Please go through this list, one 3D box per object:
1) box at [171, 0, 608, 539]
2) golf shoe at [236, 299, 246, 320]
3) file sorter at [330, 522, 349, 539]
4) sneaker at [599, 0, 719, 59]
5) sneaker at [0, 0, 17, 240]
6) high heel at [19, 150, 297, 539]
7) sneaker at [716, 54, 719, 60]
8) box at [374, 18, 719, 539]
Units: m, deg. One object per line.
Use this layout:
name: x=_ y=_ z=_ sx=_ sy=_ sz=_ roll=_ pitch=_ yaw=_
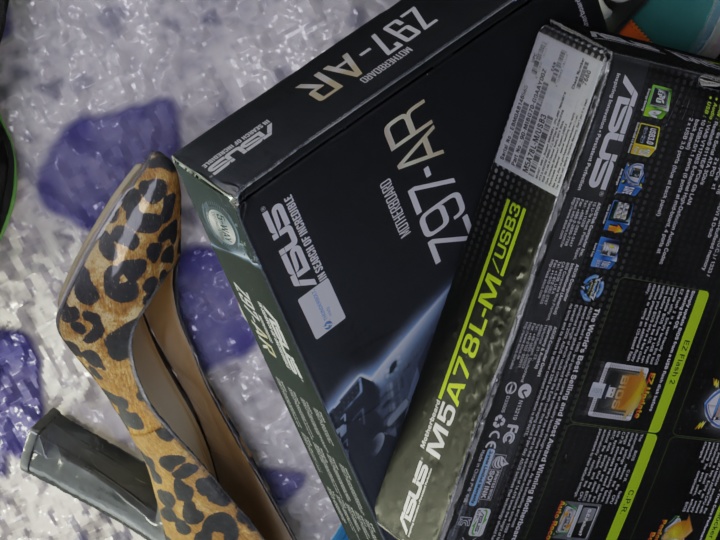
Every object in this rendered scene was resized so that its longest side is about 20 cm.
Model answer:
box: x=0.037 y=-0.003 z=0.953 sx=0.160 sy=0.044 sz=0.200 roll=-35 pitch=128 yaw=-17
golf shoe: x=0.000 y=0.000 z=1.060 sx=0.075 sy=0.200 sz=0.092 roll=-35 pitch=70 yaw=-20
file sorter: x=0.024 y=0.181 z=1.082 sx=0.122 sy=0.200 sz=0.139 roll=31 pitch=69 yaw=7
sneaker: x=0.084 y=-0.092 z=0.996 sx=0.072 sy=0.080 sz=0.200 roll=64 pitch=147 yaw=27
sneaker: x=-0.190 y=-0.080 z=1.119 sx=0.076 sy=0.084 sz=0.201 roll=10 pitch=112 yaw=10
high heel: x=-0.066 y=0.048 z=1.137 sx=0.142 sy=0.071 sz=0.200 roll=27 pitch=128 yaw=9
sneaker: x=0.156 y=-0.102 z=1.023 sx=0.075 sy=0.114 sz=0.200 roll=45 pitch=111 yaw=-4
box: x=0.118 y=0.020 z=0.964 sx=0.047 sy=0.193 sz=0.201 roll=33 pitch=110 yaw=47
